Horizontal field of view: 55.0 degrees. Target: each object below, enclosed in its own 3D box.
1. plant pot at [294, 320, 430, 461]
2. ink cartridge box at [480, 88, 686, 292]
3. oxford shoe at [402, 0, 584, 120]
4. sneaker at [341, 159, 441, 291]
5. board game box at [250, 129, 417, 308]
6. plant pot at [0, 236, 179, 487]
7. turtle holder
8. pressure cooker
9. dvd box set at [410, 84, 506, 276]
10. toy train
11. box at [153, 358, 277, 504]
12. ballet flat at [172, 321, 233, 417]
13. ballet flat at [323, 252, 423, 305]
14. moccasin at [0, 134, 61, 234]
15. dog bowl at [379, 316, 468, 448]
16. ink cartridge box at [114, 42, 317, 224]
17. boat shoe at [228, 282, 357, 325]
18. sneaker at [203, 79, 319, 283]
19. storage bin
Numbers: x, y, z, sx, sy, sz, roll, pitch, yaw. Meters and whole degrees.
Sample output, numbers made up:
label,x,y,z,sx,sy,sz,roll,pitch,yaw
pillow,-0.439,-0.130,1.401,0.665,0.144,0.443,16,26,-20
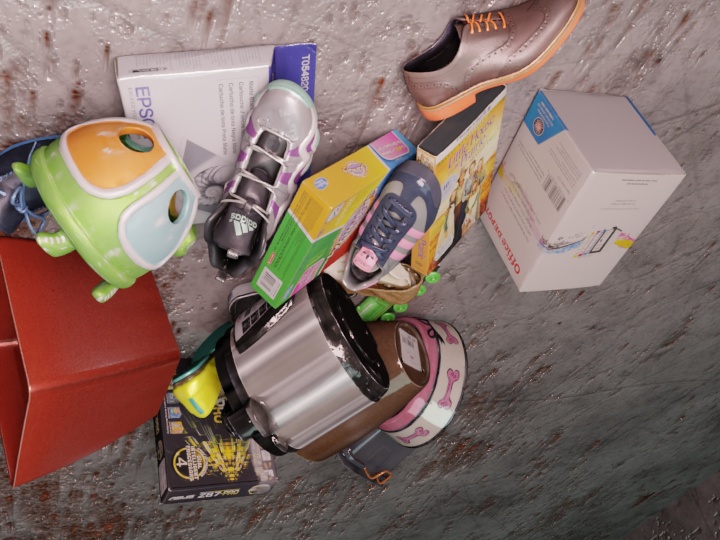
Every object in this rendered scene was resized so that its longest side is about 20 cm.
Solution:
label,x,y,z,sx,sy,sz,roll,pitch,yaw
plant pot,-0.006,0.149,0.984,0.197,0.191,0.186,-26,145,28
ink cartridge box,0.267,-0.096,0.873,0.141,0.150,0.202,-2,140,-22
oxford shoe,0.134,-0.233,0.707,0.197,0.072,0.072,-33,137,16
sneaker,0.031,-0.039,0.782,0.082,0.070,0.201,-49,171,-32
board game box,-0.026,-0.062,0.771,0.200,0.040,0.154,-40,167,-50
plant pot,-0.324,0.095,0.808,0.173,0.202,0.201,-6,143,-37
turtle holder,-0.213,-0.053,0.644,0.130,0.141,0.188,-32,129,-6
pressure cooker,-0.083,0.123,0.838,0.197,0.181,0.176,-32,148,9
dvd box set,0.115,-0.106,0.826,0.146,0.029,0.202,-46,153,-29
toy train,0.039,0.043,1.030,0.056,0.042,0.200,27,123,-33
box,-0.215,0.225,0.997,0.158,0.203,0.049,7,137,-31
ballet flat,-0.192,0.132,0.905,0.066,0.200,0.068,-31,100,10
ballet flat,0.000,0.000,0.914,0.196,0.070,0.072,15,150,-24
moccasin,-0.353,-0.062,0.684,0.196,0.069,0.081,-26,143,4
dog bowl,0.072,0.163,1.070,0.073,0.203,0.200,24,126,-31
ink cartridge box,-0.139,-0.135,0.721,0.195,0.041,0.202,-10,142,-14
boat shoe,-0.081,0.045,0.948,0.194,0.069,0.075,-7,142,-17
sneaker,-0.100,-0.068,0.661,0.076,0.142,0.202,20,132,-3
storage bin,0.037,0.301,1.277,0.133,0.147,0.200,-36,142,5
